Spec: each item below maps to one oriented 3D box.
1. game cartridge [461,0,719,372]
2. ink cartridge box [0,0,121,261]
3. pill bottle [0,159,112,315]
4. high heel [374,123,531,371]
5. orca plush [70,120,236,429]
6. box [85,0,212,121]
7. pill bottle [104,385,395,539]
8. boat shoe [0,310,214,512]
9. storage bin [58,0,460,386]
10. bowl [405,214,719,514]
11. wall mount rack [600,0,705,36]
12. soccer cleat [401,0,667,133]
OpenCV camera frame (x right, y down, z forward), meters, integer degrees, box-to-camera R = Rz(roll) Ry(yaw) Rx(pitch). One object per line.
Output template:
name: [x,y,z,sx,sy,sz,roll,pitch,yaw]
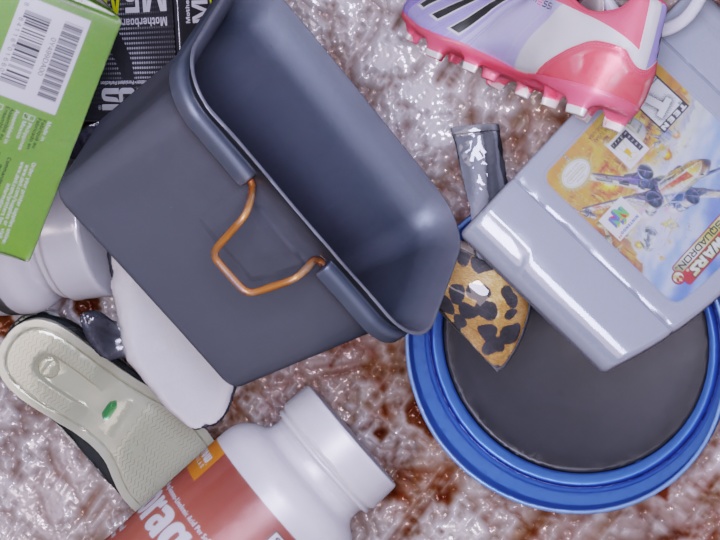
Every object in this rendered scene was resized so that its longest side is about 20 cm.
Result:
game cartridge: [0.171,-0.047,1.184,0.133,0.042,0.200,42,84,8]
ink cartridge box: [-0.212,-0.109,1.216,0.075,0.200,0.149,20,100,-19]
pill bottle: [-0.249,-0.027,1.326,0.198,0.114,0.115,-4,102,18]
high heel: [0.000,0.000,1.233,0.198,0.071,0.144,-10,85,16]
orca plush: [-0.128,-0.004,1.266,0.105,0.071,0.201,-33,107,10]
box: [-0.161,-0.171,1.252,0.199,0.044,0.162,5,100,43]
pill bottle: [-0.079,0.169,1.295,0.200,0.112,0.112,-42,88,-2]
boat shoe: [-0.151,0.100,1.357,0.200,0.068,0.072,44,89,-10]
storage bin: [-0.064,-0.029,1.136,0.134,0.146,0.200,-30,112,32]
bowl: [0.126,0.046,1.262,0.199,0.039,0.203,4,104,16]
wall mount rack: [0.172,-0.240,1.153,0.173,0.075,0.201,30,116,10]
soccer cleat: [0.097,-0.137,1.181,0.200,0.066,0.077,31,98,52]
